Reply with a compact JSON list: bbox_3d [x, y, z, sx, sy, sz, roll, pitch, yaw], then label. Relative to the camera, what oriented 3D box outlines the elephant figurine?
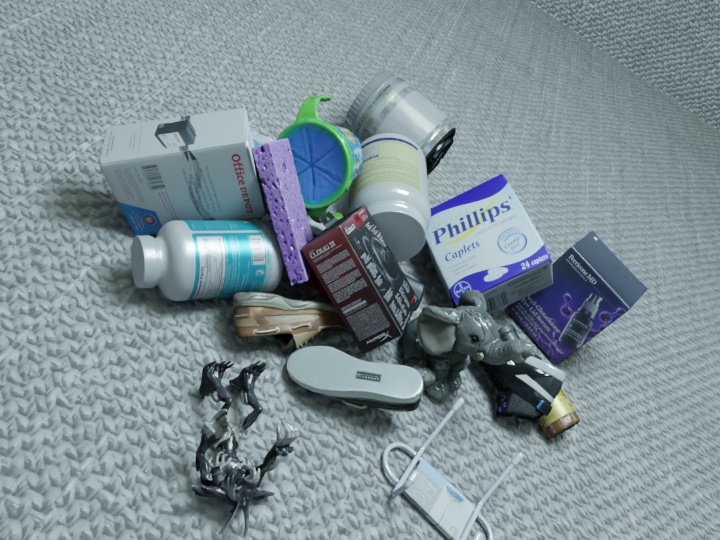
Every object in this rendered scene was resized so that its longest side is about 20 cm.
[{"bbox_3d":[0.155,0.096,0.953,0.154,0.201,0.142,29,43,-6],"label":"elephant figurine"}]

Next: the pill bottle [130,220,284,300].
[{"bbox_3d":[-0.217,-0.016,0.877,0.198,0.111,0.112,-3,54,-35],"label":"pill bottle"}]

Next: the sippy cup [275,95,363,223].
[{"bbox_3d":[-0.058,-0.179,1.001,0.139,0.179,0.130,34,25,7],"label":"sippy cup"}]

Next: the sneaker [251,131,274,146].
[{"bbox_3d":[-0.158,-0.195,1.083,0.086,0.076,0.200,-16,52,-45],"label":"sneaker"}]

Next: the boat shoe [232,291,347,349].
[{"bbox_3d":[-0.101,0.079,0.908,0.198,0.075,0.073,11,77,-36],"label":"boat shoe"}]

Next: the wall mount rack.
[{"bbox_3d":[0.135,0.288,0.863,0.200,0.075,0.174,42,43,6],"label":"wall mount rack"}]

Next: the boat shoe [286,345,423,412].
[{"bbox_3d":[-0.010,0.164,0.881,0.197,0.064,0.071,12,48,8],"label":"boat shoe"}]

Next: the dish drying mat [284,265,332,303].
[{"bbox_3d":[-0.073,0.012,0.998,0.199,0.018,0.077,38,16,2],"label":"dish drying mat"}]

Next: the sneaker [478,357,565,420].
[{"bbox_3d":[0.226,0.178,1.025,0.198,0.113,0.073,23,-8,26],"label":"sneaker"}]

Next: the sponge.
[{"bbox_3d":[-0.106,-0.090,0.911,0.112,0.029,0.203,-62,139,-75],"label":"sponge"}]

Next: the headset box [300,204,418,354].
[{"bbox_3d":[0.000,0.000,0.934,0.202,0.077,0.149,59,21,-8],"label":"headset box"}]

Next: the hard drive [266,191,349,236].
[{"bbox_3d":[-0.060,-0.109,1.124,0.198,0.025,0.133,28,43,-10],"label":"hard drive"}]

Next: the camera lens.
[{"bbox_3d":[0.086,-0.293,1.282,0.200,0.160,0.160,42,43,7],"label":"camera lens"}]

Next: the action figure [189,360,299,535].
[{"bbox_3d":[-0.145,0.201,0.741,0.118,0.102,0.202,16,43,-36],"label":"action figure"}]

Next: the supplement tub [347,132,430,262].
[{"bbox_3d":[0.050,-0.128,1.086,0.143,0.145,0.202,18,45,-18],"label":"supplement tub"}]

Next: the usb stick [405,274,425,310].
[{"bbox_3d":[0.020,0.008,1.047,0.198,0.056,0.033,27,0,-16],"label":"usb stick"}]

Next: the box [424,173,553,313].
[{"bbox_3d":[0.221,-0.037,1.114,0.182,0.105,0.202,-25,59,5],"label":"box"}]

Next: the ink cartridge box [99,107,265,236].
[{"bbox_3d":[-0.246,-0.139,0.885,0.197,0.146,0.085,-9,51,-2],"label":"ink cartridge box"}]

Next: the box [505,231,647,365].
[{"bbox_3d":[0.398,0.052,1.149,0.104,0.201,0.148,-26,69,-44],"label":"box"}]

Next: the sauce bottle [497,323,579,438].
[{"bbox_3d":[0.299,0.186,1.068,0.065,0.066,0.202,-8,60,-37],"label":"sauce bottle"}]
